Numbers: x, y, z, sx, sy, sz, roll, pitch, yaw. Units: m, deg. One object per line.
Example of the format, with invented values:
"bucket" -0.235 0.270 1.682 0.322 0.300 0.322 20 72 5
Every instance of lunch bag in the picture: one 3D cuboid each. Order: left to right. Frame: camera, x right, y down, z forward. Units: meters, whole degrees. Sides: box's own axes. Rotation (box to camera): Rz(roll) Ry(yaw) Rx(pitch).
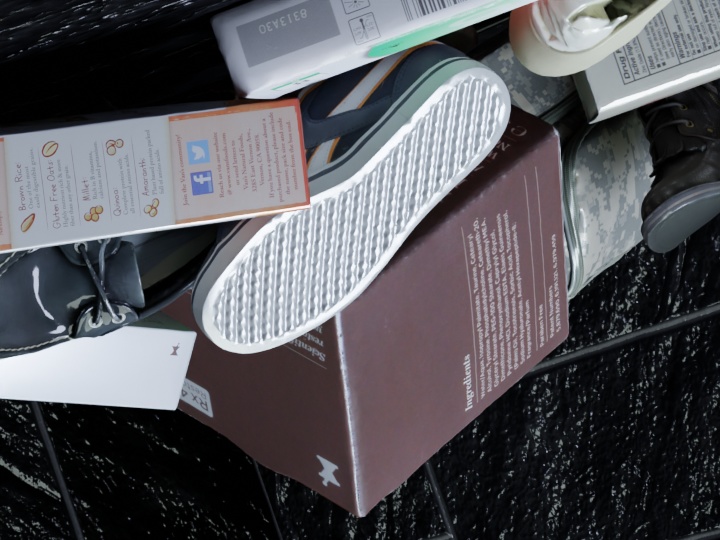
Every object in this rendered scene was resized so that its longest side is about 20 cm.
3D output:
"lunch bag" 0.123 -0.076 1.721 0.139 0.168 0.200 -28 -175 41

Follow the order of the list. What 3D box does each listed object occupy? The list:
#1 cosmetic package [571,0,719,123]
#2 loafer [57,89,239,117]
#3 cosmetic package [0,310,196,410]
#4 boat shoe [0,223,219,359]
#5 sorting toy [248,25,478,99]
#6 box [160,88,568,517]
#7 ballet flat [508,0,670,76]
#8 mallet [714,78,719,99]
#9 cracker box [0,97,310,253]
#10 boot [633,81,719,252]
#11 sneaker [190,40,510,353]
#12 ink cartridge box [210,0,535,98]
"cosmetic package" 0.210 -0.166 1.528 0.199 0.104 0.087 -18 177 0
"loafer" -0.149 -0.066 1.448 0.199 0.071 0.073 -9 -153 -21
"cosmetic package" -0.212 0.023 1.437 0.199 0.052 0.150 7 -168 -40
"boat shoe" -0.125 -0.004 1.363 0.066 0.075 0.199 12 -154 44
"sorting toy" -0.038 -0.106 1.729 0.199 0.037 0.185 -19 179 -20
"box" 0.000 0.000 1.570 0.165 0.165 0.200 27 -130 33
"ballet flat" 0.138 -0.161 1.413 0.200 0.070 0.069 -35 169 39
"mallet" 0.206 -0.120 1.586 0.065 0.201 0.041 -12 154 7
"cracker box" -0.139 -0.044 1.263 0.199 0.058 0.134 -9 -174 -21
"boot" 0.172 -0.110 1.627 0.069 0.174 0.200 -40 177 30
"sneaker" -0.016 -0.041 1.376 0.200 0.079 0.079 -41 -141 -10
"ink cartridge box" 0.025 -0.133 1.371 0.160 0.050 0.200 -20 177 13
